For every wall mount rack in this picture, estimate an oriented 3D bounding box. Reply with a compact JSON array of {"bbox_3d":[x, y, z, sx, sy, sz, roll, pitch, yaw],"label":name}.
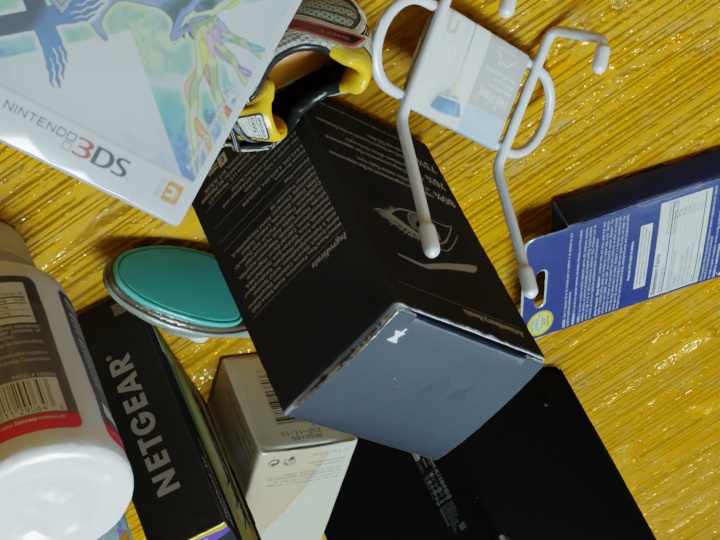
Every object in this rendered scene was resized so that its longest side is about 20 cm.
[{"bbox_3d":[0.079,-0.086,1.213,0.200,0.074,0.175,21,89,-51],"label":"wall mount rack"}]

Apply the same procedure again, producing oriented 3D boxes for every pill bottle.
[{"bbox_3d":[-0.213,0.066,1.167,0.110,0.201,0.111,-16,141,-13],"label":"pill bottle"}]

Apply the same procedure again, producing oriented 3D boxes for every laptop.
[{"bbox_3d":[0.086,0.179,1.490,0.200,0.188,0.116,-38,141,14],"label":"laptop"}]

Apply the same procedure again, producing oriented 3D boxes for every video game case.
[{"bbox_3d":[-0.120,-0.145,1.045,0.182,0.022,0.201,27,93,-40],"label":"video game case"}]

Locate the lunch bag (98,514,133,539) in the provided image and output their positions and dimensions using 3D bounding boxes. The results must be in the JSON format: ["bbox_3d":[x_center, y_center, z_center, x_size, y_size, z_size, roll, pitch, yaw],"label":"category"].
[{"bbox_3d":[-0.239,0.230,1.370,0.199,0.171,0.122,-1,142,-32],"label":"lunch bag"}]

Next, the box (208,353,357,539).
[{"bbox_3d":[-0.073,0.159,1.451,0.077,0.095,0.201,-6,137,-24],"label":"box"}]

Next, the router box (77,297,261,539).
[{"bbox_3d":[-0.119,0.134,1.305,0.052,0.201,0.157,-26,144,-1],"label":"router box"}]

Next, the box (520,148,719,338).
[{"bbox_3d":[0.204,-0.021,1.454,0.199,0.032,0.121,-18,142,-14],"label":"box"}]

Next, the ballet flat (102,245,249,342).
[{"bbox_3d":[-0.085,0.025,1.310,0.199,0.068,0.064,1,146,-31],"label":"ballet flat"}]

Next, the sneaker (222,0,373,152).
[{"bbox_3d":[-0.085,-0.106,1.140,0.199,0.082,0.078,-26,143,-1],"label":"sneaker"}]

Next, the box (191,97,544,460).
[{"bbox_3d":[0.000,0.000,1.217,0.104,0.201,0.148,-43,140,23],"label":"box"}]
